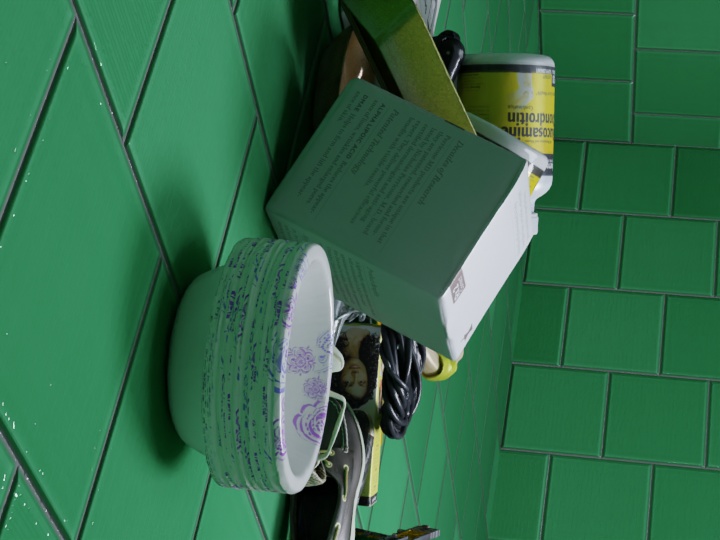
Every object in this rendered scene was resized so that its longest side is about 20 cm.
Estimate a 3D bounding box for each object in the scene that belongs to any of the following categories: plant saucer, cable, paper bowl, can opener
[{"bbox_3d":[0.041,-0.213,1.601,0.201,0.048,0.200,61,-2,-35],"label":"plant saucer"},{"bbox_3d":[0.040,0.105,1.735,0.200,0.050,0.165,-40,138,-79],"label":"cable"},{"bbox_3d":[-0.088,0.074,1.268,0.201,0.103,0.202,4,90,-79],"label":"paper bowl"},{"bbox_3d":[0.063,-0.176,1.781,0.078,0.063,0.201,3,116,-55],"label":"can opener"},{"bbox_3d":[-0.020,-0.169,1.705,0.200,0.035,0.202,4,90,-80],"label":"plant saucer"}]

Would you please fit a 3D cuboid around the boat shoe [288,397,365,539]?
[{"bbox_3d":[-0.038,0.223,1.664,0.061,0.071,0.203,46,41,-61],"label":"boat shoe"}]

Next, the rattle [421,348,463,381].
[{"bbox_3d":[0.042,0.042,1.960,0.130,0.142,0.201,-38,111,-42],"label":"rattle"}]

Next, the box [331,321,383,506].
[{"bbox_3d":[-0.013,0.159,1.769,0.050,0.075,0.202,-2,94,-80],"label":"box"}]

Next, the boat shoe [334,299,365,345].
[{"bbox_3d":[0.000,0.000,1.714,0.075,0.064,0.203,103,9,-68],"label":"boat shoe"}]

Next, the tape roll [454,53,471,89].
[{"bbox_3d":[0.078,-0.167,1.939,0.203,0.138,0.204,4,90,-79],"label":"tape roll"}]

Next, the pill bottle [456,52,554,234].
[{"bbox_3d":[0.163,-0.143,1.790,0.112,0.111,0.202,-19,110,-78],"label":"pill bottle"}]

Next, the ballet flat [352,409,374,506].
[{"bbox_3d":[-0.027,0.249,1.721,0.057,0.066,0.201,29,75,-56],"label":"ballet flat"}]

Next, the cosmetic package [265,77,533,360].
[{"bbox_3d":[0.043,-0.048,1.539,0.166,0.199,0.165,-57,161,-16],"label":"cosmetic package"}]

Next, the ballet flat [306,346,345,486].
[{"bbox_3d":[-0.050,0.117,1.555,0.068,0.075,0.202,-42,134,-73],"label":"ballet flat"}]

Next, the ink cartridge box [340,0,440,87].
[{"bbox_3d":[0.042,-0.330,1.833,0.146,0.083,0.201,77,22,-56],"label":"ink cartridge box"}]

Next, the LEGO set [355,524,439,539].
[{"bbox_3d":[0.015,0.359,1.782,0.116,0.153,0.202,-2,89,-62],"label":"LEGO set"}]

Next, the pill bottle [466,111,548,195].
[{"bbox_3d":[0.107,-0.058,1.688,0.201,0.111,0.111,-60,170,5],"label":"pill bottle"}]

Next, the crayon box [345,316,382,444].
[{"bbox_3d":[-0.004,0.148,1.865,0.127,0.050,0.202,-20,114,-78],"label":"crayon box"}]
